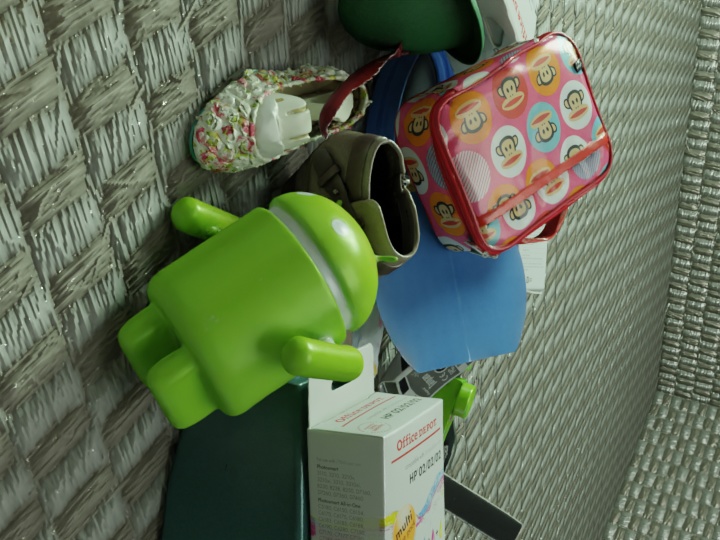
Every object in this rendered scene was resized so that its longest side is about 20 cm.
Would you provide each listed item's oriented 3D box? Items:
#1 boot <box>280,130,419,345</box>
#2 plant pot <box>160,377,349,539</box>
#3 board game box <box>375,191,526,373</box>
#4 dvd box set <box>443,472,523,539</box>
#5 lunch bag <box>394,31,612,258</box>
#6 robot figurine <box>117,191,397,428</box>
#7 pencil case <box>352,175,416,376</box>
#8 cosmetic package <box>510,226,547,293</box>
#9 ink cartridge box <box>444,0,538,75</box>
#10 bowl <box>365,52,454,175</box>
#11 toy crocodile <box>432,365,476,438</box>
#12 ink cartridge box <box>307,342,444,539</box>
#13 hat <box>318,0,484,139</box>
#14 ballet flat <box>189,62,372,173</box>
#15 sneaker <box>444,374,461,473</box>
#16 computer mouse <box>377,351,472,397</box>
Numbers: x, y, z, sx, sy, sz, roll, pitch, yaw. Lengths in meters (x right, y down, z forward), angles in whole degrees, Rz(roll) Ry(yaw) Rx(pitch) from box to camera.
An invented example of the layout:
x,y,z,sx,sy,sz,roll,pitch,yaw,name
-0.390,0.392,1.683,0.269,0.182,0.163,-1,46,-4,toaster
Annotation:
x,y,z,sx,sy,sz,roll,pitch,yaw,name
-0.007,-0.010,0.789,0.070,0.145,0.203,-15,95,-37,boot
-0.070,0.173,0.799,0.141,0.139,0.204,-13,109,-62,plant pot
0.074,0.008,0.900,0.198,0.039,0.161,-7,84,-41,board game box
0.043,0.188,0.922,0.146,0.199,0.030,39,79,-39,dvd box set
0.138,-0.105,0.888,0.199,0.081,0.178,-33,109,-28,lunch bag
-0.072,0.023,0.696,0.199,0.176,0.116,-34,146,-16,robot figurine
0.000,0.000,0.911,0.082,0.090,0.203,15,90,-28,pencil case
0.136,-0.082,1.010,0.081,0.111,0.204,3,93,-58,cosmetic package
0.130,-0.319,0.989,0.145,0.082,0.203,53,42,-53,ink cartridge box
0.061,-0.153,1.029,0.200,0.039,0.204,-40,137,-53,bowl
0.106,0.101,1.098,0.062,0.067,0.203,19,86,-73,toy crocodile
0.015,0.167,0.753,0.115,0.067,0.204,-16,106,-62,ink cartridge box
-0.006,-0.206,0.832,0.175,0.167,0.200,-36,175,-4,hat
-0.055,-0.127,0.767,0.200,0.063,0.077,-39,131,-52,ballet flat
0.077,0.165,1.180,0.114,0.075,0.203,16,84,-63,sneaker
0.053,0.114,1.044,0.199,0.044,0.110,-41,130,-3,computer mouse
